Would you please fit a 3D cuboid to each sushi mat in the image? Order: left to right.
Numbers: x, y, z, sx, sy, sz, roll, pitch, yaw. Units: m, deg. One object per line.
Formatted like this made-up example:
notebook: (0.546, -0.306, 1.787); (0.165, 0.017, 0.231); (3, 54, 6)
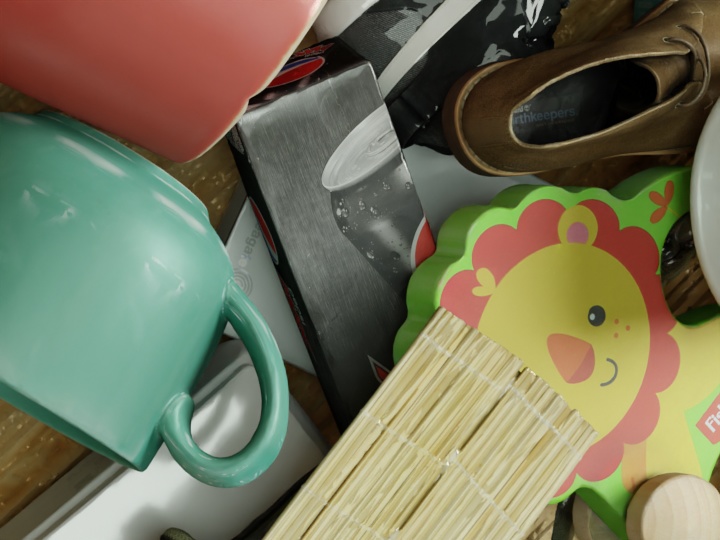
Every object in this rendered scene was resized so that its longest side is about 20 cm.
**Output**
sushi mat: (0.011, 0.119, 1.095); (0.096, 0.012, 0.200); (40, 82, -14)

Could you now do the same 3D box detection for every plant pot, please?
plant pot: (-0.106, -0.152, 1.068); (0.177, 0.200, 0.201); (34, 86, -14)

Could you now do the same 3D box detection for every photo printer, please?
photo printer: (-0.058, 0.159, 1.193); (0.166, 0.069, 0.200); (-39, 106, -10)

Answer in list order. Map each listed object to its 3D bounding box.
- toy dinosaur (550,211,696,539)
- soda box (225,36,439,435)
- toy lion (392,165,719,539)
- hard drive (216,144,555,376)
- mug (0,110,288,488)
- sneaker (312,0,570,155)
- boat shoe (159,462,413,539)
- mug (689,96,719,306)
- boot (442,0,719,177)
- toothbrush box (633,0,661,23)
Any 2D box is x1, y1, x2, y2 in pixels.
toy dinosaur: (0.137, 0.071, 1.238); (0.088, 0.047, 0.201); (21, 84, -41)
soda box: (0.000, 0.000, 1.161); (0.071, 0.063, 0.201); (-23, 110, -6)
toy lion: (0.116, 0.029, 1.161); (0.192, 0.069, 0.200); (47, 73, -21)
hard drive: (0.030, 0.001, 1.226); (0.199, 0.026, 0.132); (25, 88, -19)
mug: (-0.119, 0.009, 1.114); (0.185, 0.152, 0.115); (33, 80, -22)
sneaker: (0.087, -0.126, 1.193); (0.200, 0.073, 0.112); (-34, 86, -3)
boat shoe: (-0.068, 0.141, 1.119); (0.200, 0.072, 0.066); (-29, 92, -8)
mug: (0.278, -0.035, 1.128); (0.199, 0.177, 0.134); (-4, 83, -37)
boot: (0.141, -0.085, 1.138); (0.199, 0.075, 0.074); (-19, 97, -19)
toothbrush box: (0.215, -0.162, 1.234); (0.146, 0.085, 0.201); (-1, 97, -17)
